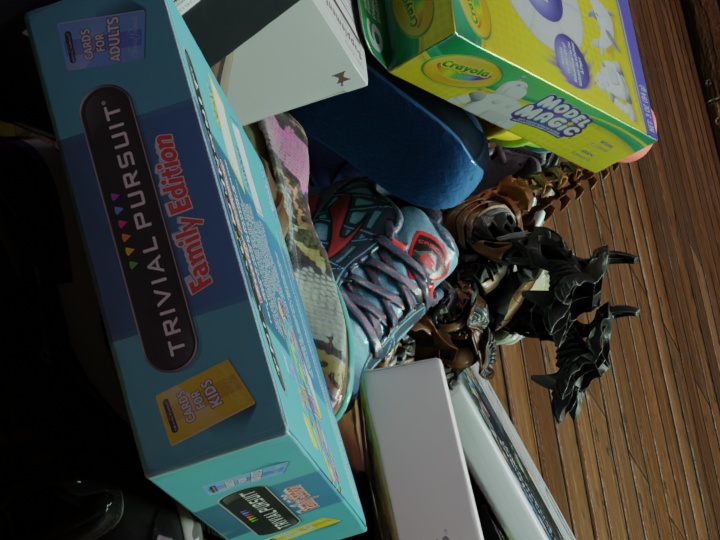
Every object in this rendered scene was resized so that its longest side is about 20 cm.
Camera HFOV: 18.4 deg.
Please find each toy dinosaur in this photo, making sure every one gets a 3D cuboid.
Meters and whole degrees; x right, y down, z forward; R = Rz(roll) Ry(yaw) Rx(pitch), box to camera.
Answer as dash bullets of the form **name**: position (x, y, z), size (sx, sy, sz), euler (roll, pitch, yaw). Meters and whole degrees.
- **toy dinosaur**: position (0.073, 0.000, 1.204), size (0.135, 0.201, 0.102), euler (32, -5, 30)

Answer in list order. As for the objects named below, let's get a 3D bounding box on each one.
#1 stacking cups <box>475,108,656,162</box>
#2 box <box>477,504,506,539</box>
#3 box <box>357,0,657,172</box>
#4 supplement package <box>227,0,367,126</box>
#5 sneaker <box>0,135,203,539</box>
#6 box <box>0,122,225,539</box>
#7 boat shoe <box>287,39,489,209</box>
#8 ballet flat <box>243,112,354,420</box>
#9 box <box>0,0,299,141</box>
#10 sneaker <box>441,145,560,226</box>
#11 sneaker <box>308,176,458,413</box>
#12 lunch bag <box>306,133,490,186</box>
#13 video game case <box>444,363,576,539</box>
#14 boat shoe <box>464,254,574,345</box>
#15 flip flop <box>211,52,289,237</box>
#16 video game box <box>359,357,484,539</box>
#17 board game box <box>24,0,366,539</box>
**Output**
- **stacking cups**: position (0.108, -0.091, 1.254), size (0.200, 0.060, 0.061), euler (9, 63, -62)
- **box**: position (0.117, 0.260, 1.239), size (0.201, 0.047, 0.193), euler (60, 0, -36)
- **box**: position (0.066, -0.134, 1.100), size (0.199, 0.048, 0.118), euler (18, 54, -45)
- **supplement package**: position (-0.073, -0.176, 1.039), size (0.110, 0.113, 0.201), euler (54, 23, -51)
- **sneaker**: position (-0.120, 0.046, 0.725), size (0.087, 0.075, 0.201), euler (13, 52, -63)
- **box**: position (-0.094, 0.018, 0.860), size (0.075, 0.050, 0.201), euler (40, 35, -61)
- **boat shoe**: position (-0.019, -0.106, 1.149), size (0.200, 0.084, 0.069), euler (47, 26, -1)
- **ballet flat**: position (-0.052, -0.011, 1.036), size (0.071, 0.069, 0.201), euler (34, 32, -37)
- **box**: position (-0.129, -0.164, 0.738), size (0.197, 0.124, 0.200), euler (57, 12, 14)
- **sneaker**: position (0.070, -0.084, 1.431), size (0.075, 0.115, 0.202), euler (12, 61, -72)
- **sneaker**: position (0.000, 0.000, 1.124), size (0.200, 0.095, 0.080), euler (-81, 147, -59)
- **lunch bag**: position (0.009, -0.160, 1.275), size (0.136, 0.131, 0.201), euler (-78, 147, -62)
- **video game case**: position (0.093, 0.131, 1.335), size (0.201, 0.023, 0.182), euler (61, 6, -11)
- **boat shoe**: position (0.073, 0.019, 1.327), size (0.199, 0.072, 0.062), euler (-2, 45, -51)
- **flip flop**: position (-0.058, -0.007, 0.936), size (0.057, 0.081, 0.202), euler (5, 64, -29)
- **video game box**: position (0.041, 0.164, 1.080), size (0.182, 0.046, 0.201), euler (79, -2, -71)
- **board game box**: position (-0.051, 0.009, 0.751), size (0.200, 0.047, 0.152), euler (64, 9, -74)
